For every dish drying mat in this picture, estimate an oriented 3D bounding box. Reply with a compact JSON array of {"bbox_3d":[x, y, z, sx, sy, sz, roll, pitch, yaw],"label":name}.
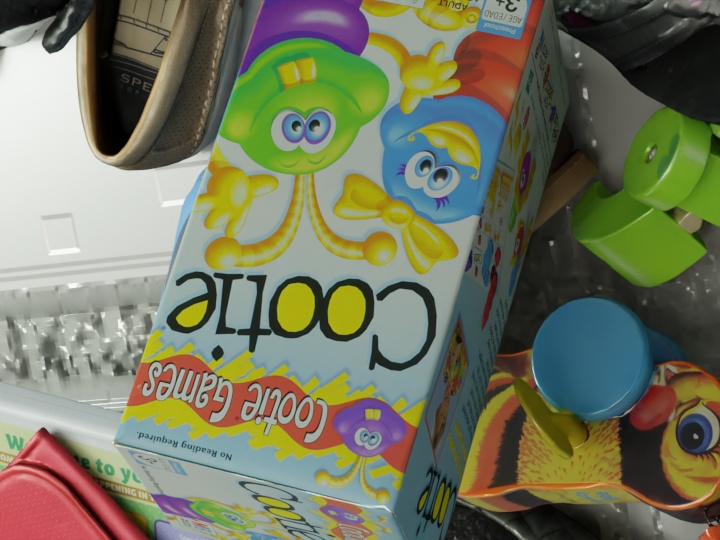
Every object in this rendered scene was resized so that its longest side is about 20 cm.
[{"bbox_3d":[-0.089,0.161,1.167,0.200,0.018,0.077,48,129,3],"label":"dish drying mat"}]

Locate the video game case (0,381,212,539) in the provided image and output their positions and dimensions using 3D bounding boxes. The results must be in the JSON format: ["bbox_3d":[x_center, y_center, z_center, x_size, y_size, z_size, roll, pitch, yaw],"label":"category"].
[{"bbox_3d":[-0.085,0.148,1.185,0.199,0.022,0.183,12,119,27],"label":"video game case"}]

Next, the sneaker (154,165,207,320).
[{"bbox_3d":[-0.037,-0.045,1.132,0.078,0.066,0.201,39,112,48],"label":"sneaker"}]

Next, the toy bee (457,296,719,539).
[{"bbox_3d":[0.104,0.063,1.044,0.200,0.131,0.109,-26,64,39],"label":"toy bee"}]

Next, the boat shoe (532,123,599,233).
[{"bbox_3d":[0.000,0.000,1.092,0.200,0.070,0.070,-43,95,-1],"label":"boat shoe"}]

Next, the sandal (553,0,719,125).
[{"bbox_3d":[0.097,-0.104,1.005,0.200,0.048,0.076,28,105,48],"label":"sandal"}]

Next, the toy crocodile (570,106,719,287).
[{"bbox_3d":[0.154,-0.070,1.030,0.067,0.062,0.200,23,119,-24],"label":"toy crocodile"}]

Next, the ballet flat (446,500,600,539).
[{"bbox_3d":[0.031,0.116,1.140,0.200,0.057,0.067,24,114,23],"label":"ballet flat"}]

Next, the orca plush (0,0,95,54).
[{"bbox_3d":[-0.160,-0.141,1.134,0.200,0.071,0.106,-11,69,59],"label":"orca plush"}]

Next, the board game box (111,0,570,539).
[{"bbox_3d":[-0.002,-0.003,0.989,0.103,0.105,0.201,12,70,13],"label":"board game box"}]

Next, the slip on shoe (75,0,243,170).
[{"bbox_3d":[-0.083,-0.138,1.131,0.076,0.061,0.201,19,112,22],"label":"slip on shoe"}]
